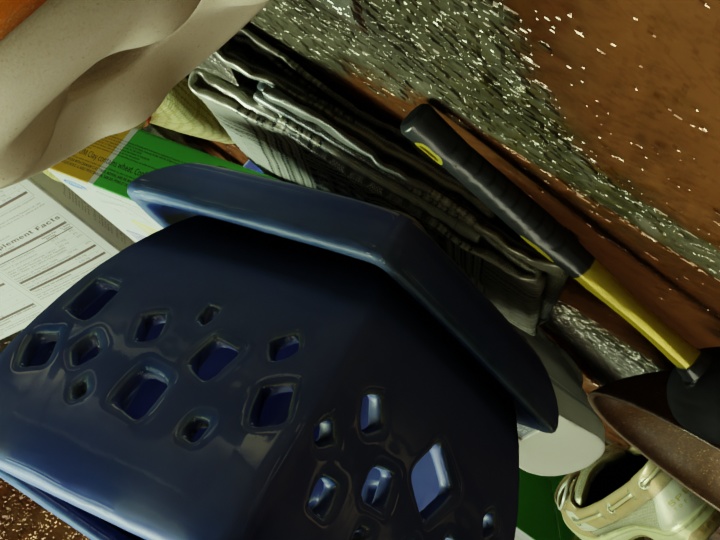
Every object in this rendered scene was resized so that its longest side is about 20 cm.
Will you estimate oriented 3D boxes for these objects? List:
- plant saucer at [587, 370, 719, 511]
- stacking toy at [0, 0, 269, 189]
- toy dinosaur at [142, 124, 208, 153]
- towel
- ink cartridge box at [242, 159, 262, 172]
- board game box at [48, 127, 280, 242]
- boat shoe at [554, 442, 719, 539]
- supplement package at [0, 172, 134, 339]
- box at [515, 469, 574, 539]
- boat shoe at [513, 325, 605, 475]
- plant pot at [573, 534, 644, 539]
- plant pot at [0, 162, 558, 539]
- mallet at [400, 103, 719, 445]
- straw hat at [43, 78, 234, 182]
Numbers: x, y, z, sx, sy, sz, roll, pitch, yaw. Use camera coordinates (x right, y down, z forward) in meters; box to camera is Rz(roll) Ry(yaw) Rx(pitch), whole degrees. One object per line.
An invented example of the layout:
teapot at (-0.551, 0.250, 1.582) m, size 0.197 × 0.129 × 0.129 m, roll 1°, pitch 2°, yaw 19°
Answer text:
plant saucer at (0.204, 0.103, 0.869) m, size 0.200 × 0.037 × 0.200 m, roll 33°, pitch 174°, yaw 4°
stacking toy at (-0.120, -0.136, 0.530) m, size 0.200 × 0.146 × 0.146 m, roll 53°, pitch 173°, yaw 1°
toy dinosaur at (-0.138, -0.083, 1.213) m, size 0.200 × 0.047 × 0.088 m, roll 39°, pitch 170°, yaw 1°
towel at (0.011, -0.034, 0.851) m, size 0.193 × 0.035 × 0.200 m, roll 34°, pitch 173°, yaw 9°
ink cartridge box at (0.000, 0.000, 1.130) m, size 0.200 × 0.039 × 0.099 m, roll 36°, pitch 174°, yaw -4°
board game box at (-0.067, -0.010, 1.023) m, size 0.153 × 0.040 × 0.200 m, roll 21°, pitch 166°, yaw 33°
boat shoe at (0.170, 0.137, 1.142) m, size 0.063 × 0.073 × 0.201 m, roll 43°, pitch 169°, yaw -9°
supplement package at (-0.272, -0.072, 1.220) m, size 0.200 × 0.151 × 0.152 m, roll 44°, pitch -154°, yaw -52°
box at (0.059, 0.118, 1.358) m, size 0.200 × 0.097 × 0.176 m, roll 38°, pitch 163°, yaw -27°
boat shoe at (0.075, 0.048, 1.004) m, size 0.200 × 0.072 × 0.069 m, roll 31°, pitch -144°, yaw -39°
plant pot at (0.158, 0.236, 1.501) m, size 0.200 × 0.200 × 0.190 m, roll 34°, pitch 161°, yaw 8°
plant pot at (-0.034, 0.069, 0.828) m, size 0.200 × 0.180 × 0.200 m, roll 14°, pitch 159°, yaw 41°
mallet at (0.098, 0.004, 0.705) m, size 0.200 × 0.041 × 0.066 m, roll 41°, pitch 173°, yaw -18°
straw hat at (-0.175, -0.100, 1.064) m, size 0.201 × 0.085 × 0.201 m, roll 34°, pitch 173°, yaw 4°
